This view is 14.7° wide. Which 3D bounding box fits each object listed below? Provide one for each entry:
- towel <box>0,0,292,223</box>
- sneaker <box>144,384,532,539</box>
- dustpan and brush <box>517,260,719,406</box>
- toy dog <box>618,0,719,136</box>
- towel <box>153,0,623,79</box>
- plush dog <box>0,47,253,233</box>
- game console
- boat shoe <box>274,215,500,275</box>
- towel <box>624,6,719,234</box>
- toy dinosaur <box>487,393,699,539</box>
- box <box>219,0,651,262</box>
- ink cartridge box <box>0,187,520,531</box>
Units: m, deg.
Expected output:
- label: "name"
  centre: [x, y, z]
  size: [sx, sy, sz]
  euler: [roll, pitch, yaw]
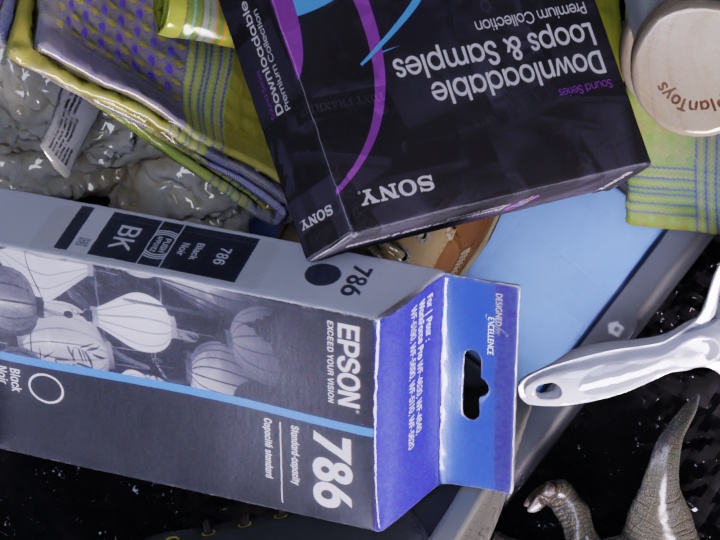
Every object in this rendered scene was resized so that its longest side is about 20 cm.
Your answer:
- label: "towel"
  centre: [-0.057, -0.127, 1.037]
  size: [0.143, 0.023, 0.201]
  euler: [32, 54, -29]
- label: "sneaker"
  centre: [-0.018, 0.101, 1.048]
  size: [0.106, 0.075, 0.200]
  euler: [28, 57, 14]
- label: "dustpan and brush"
  centre: [0.157, 0.016, 1.053]
  size: [0.199, 0.057, 0.140]
  euler: [-11, 120, 11]
- label: "toy dog"
  centre: [0.138, -0.139, 0.999]
  size: [0.096, 0.132, 0.201]
  euler: [-4, 124, 2]
- label: "towel"
  centre: [0.012, -0.108, 1.033]
  size: [0.199, 0.018, 0.087]
  euler: [10, 69, -29]
- label: "plush dog"
  centre: [-0.147, -0.081, 1.085]
  size: [0.171, 0.160, 0.201]
  euler: [-23, 77, 44]
- label: "game console"
  centre: [0.039, -0.026, 1.111]
  size: [0.177, 0.031, 0.200]
  euler: [38, 98, 6]
- label: "boat shoe"
  centre: [0.000, 0.000, 1.068]
  size: [0.075, 0.074, 0.201]
  euler: [27, 97, 4]
- label: "towel"
  centre: [0.201, -0.082, 1.076]
  size: [0.199, 0.023, 0.145]
  euler: [0, 92, 2]
- label: "toy dinosaur"
  centre: [0.089, 0.143, 1.097]
  size: [0.102, 0.077, 0.201]
  euler: [31, 83, -13]
- label: "box"
  centre: [0.014, -0.113, 1.004]
  size: [0.142, 0.036, 0.201]
  euler: [-15, 84, -35]
- label: "ink cartridge box"
  centre: [-0.043, 0.035, 1.003]
  size: [0.199, 0.039, 0.100]
  euler: [9, 127, 14]
